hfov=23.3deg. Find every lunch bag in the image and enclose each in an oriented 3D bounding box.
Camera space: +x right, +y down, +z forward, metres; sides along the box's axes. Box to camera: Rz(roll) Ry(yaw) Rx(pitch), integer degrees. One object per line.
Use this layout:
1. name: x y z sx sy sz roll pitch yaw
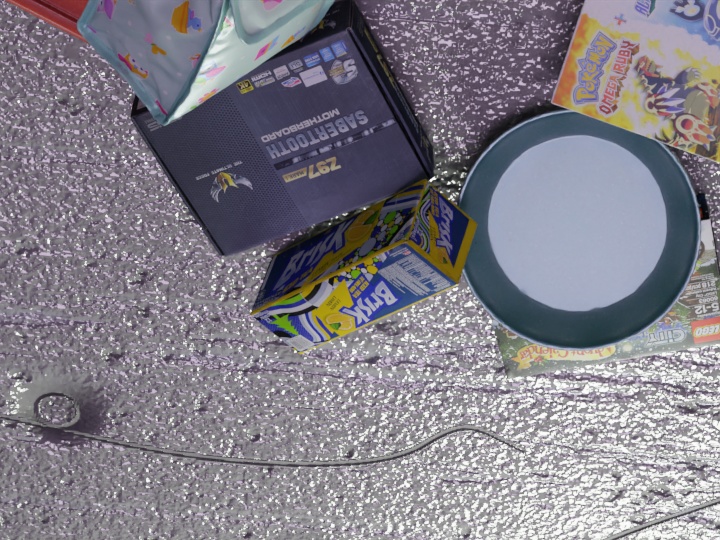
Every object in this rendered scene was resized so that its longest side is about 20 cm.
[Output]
1. lunch bag: -0.080 -0.217 1.201 0.122 0.170 0.200 49 142 4

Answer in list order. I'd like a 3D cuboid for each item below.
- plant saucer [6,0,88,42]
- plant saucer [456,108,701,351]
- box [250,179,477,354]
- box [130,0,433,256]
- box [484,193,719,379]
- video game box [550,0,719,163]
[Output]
1. plant saucer: -0.210 -0.261 1.304 0.199 0.037 0.200 26 124 -17
2. plant saucer: 0.177 -0.035 1.426 0.199 0.036 0.201 2 104 7
3. box: 0.000 0.000 1.441 0.064 0.070 0.200 40 139 -25
4. box: -0.061 -0.110 1.404 0.199 0.051 0.158 -19 126 17
5. box: 0.209 0.016 1.499 0.199 0.038 0.137 -11 126 11
6. video game box: 0.257 -0.186 1.299 0.182 0.047 0.201 21 125 9
